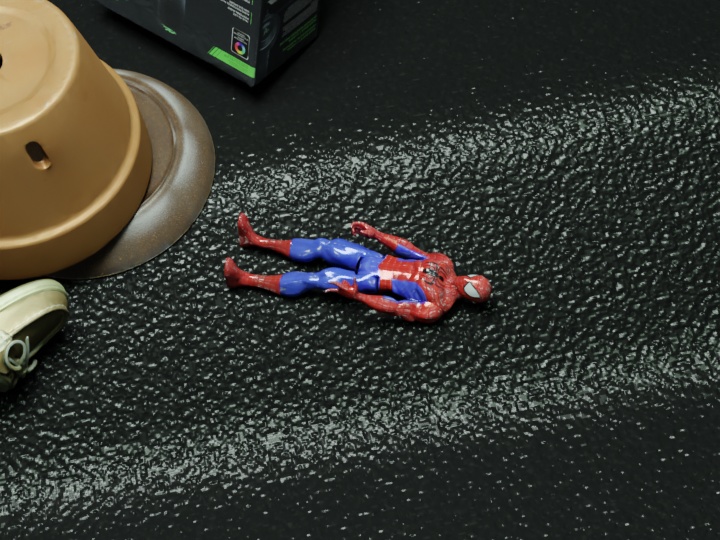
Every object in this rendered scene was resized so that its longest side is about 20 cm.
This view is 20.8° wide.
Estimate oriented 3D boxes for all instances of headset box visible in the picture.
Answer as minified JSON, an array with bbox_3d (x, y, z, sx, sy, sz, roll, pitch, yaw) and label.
[{"bbox_3d":[-0.120,-0.268,1.559,0.174,0.201,0.093,30,48,20],"label":"headset box"}]

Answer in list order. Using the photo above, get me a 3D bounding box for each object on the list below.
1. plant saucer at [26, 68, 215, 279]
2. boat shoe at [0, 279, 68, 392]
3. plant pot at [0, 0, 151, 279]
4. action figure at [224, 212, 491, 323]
[{"bbox_3d":[-0.215,-0.086,1.547,0.199,0.032,0.201,-2,57,3],"label":"plant saucer"},{"bbox_3d":[-0.285,0.086,1.423,0.200,0.073,0.063,-38,69,-14],"label":"boat shoe"},{"bbox_3d":[-0.265,-0.113,1.467,0.199,0.140,0.201,-2,58,4],"label":"plant pot"},{"bbox_3d":[0.000,0.000,1.466,0.199,0.052,0.066,10,56,8],"label":"action figure"}]
